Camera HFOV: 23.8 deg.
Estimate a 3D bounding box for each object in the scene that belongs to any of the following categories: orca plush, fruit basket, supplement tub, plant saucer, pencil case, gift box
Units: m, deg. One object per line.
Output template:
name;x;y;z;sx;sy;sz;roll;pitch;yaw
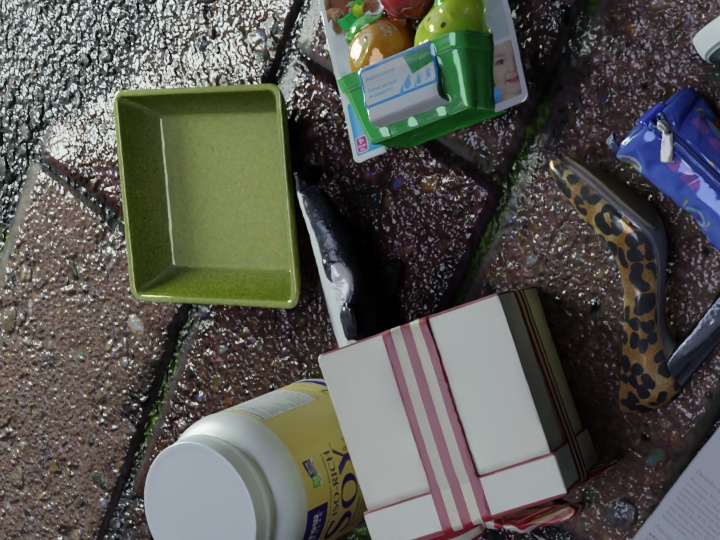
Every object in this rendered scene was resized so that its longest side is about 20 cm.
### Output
orca plush;0.000;0.000;1.506;0.105;0.071;0.201;128;123;-79
fruit basket;0.040;-0.208;1.402;0.184;0.093;0.202;-16;87;36
supplement tub;-0.080;0.185;1.500;0.145;0.200;0.147;8;105;33
plant saucer;-0.132;-0.071;1.576;0.199;0.048;0.202;2;101;34
pencil case;0.277;-0.050;1.274;0.078;0.087;0.200;-43;75;10
gift box;0.096;0.124;1.383;0.183;0.200;0.188;-20;85;21

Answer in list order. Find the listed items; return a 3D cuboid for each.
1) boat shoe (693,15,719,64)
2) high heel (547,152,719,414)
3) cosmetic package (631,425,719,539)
boat shoe;0.282;-0.161;1.192;0.068;0.200;0.057;-26;88;0
high heel;0.193;0.014;1.351;0.200;0.071;0.143;42;114;10
cosmetic package;0.276;0.185;1.316;0.074;0.101;0.201;40;119;20
